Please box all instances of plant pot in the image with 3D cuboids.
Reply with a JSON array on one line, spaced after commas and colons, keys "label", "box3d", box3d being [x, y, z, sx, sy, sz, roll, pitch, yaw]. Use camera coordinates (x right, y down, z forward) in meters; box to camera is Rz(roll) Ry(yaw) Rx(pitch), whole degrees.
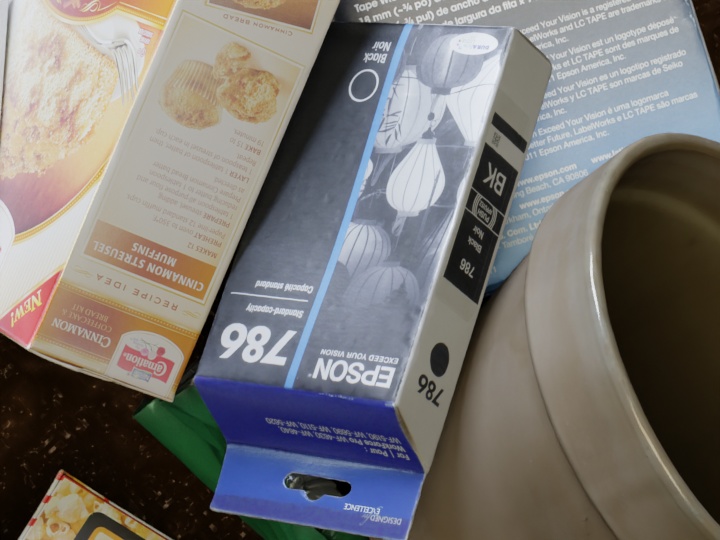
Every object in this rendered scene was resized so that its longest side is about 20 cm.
[{"label": "plant pot", "box3d": [0.100, 0.075, 1.168, 0.173, 0.200, 0.200, -35, 88, 36]}]

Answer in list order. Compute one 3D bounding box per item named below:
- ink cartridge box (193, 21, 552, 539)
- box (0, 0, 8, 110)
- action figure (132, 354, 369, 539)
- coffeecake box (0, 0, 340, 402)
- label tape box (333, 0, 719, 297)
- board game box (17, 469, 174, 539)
[{"label": "ink cartridge box", "box3d": [0.000, 0.000, 1.146, 0.099, 0.039, 0.201, 5, 70, 35]}, {"label": "box", "box3d": [-0.242, -0.041, 1.206, 0.199, 0.041, 0.157, -12, 58, 20]}, {"label": "action figure", "box3d": [-0.005, 0.117, 1.236, 0.055, 0.118, 0.200, -42, 97, -10]}, {"label": "coffeecake box", "box3d": [-0.097, -0.067, 1.199, 0.073, 0.153, 0.201, 22, 91, -33]}, {"label": "label tape box", "box3d": [0.066, -0.098, 1.241, 0.144, 0.063, 0.201, -17, 89, 4]}, {"label": "board game box", "box3d": [-0.078, 0.197, 1.211, 0.200, 0.046, 0.152, 31, 78, 12]}]
